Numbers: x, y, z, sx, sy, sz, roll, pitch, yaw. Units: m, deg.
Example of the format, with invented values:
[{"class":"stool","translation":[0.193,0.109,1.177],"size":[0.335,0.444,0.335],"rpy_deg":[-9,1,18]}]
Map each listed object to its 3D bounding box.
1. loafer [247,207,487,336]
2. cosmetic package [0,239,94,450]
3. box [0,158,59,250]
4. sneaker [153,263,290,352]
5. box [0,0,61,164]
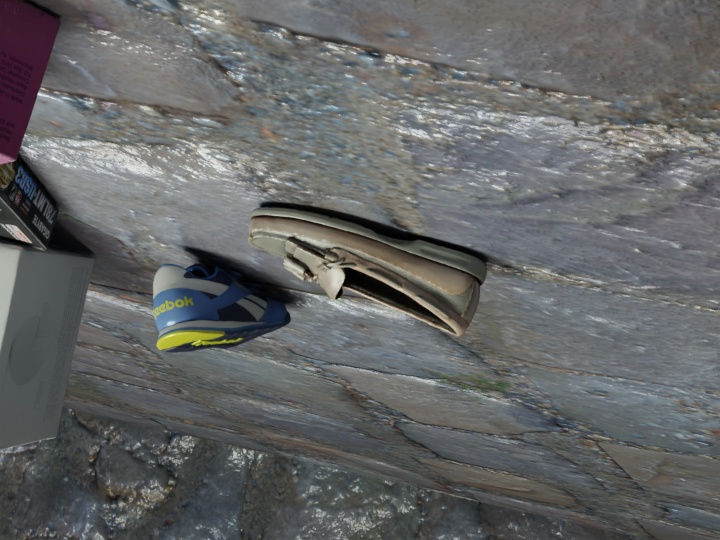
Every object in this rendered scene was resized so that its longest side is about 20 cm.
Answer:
[{"class":"loafer","translation":[0.000,0.000,1.116],"size":[0.198,0.064,0.072],"rpy_deg":[13,167,6]},{"class":"cosmetic package","translation":[-0.374,0.067,1.396],"size":[0.122,0.202,0.200],"rpy_deg":[12,180,11]},{"class":"box","translation":[-0.385,-0.086,1.226],"size":[0.196,0.050,0.200],"rpy_deg":[15,167,5]},{"class":"sneaker","translation":[-0.136,0.032,1.389],"size":[0.073,0.083,0.199],"rpy_deg":[-23,168,24]},{"class":"box","translation":[-0.317,-0.135,0.865],"size":[0.175,0.098,0.199],"rpy_deg":[25,163,-36]}]
